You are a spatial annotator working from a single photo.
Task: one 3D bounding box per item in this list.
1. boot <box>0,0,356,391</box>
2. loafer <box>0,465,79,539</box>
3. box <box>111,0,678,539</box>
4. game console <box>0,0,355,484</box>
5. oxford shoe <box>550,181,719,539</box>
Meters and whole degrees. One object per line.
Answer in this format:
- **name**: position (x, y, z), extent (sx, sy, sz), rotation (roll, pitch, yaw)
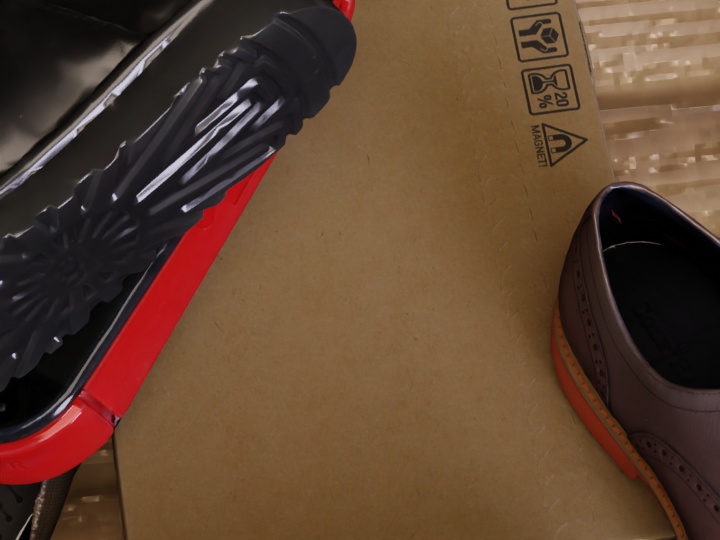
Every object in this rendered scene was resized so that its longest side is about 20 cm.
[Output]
- **boot**: position (-0.121, -0.057, 0.726), extent (0.211, 0.079, 0.158), rotation (-38, 68, -7)
- **loafer**: position (-0.136, 0.096, 0.784), extent (0.073, 0.071, 0.201), rotation (21, 84, -2)
- **box**: position (0.000, 0.000, 0.794), extent (0.163, 0.021, 0.201), rotation (-8, 67, -5)
- **game console**: position (-0.123, -0.049, 0.783), extent (0.200, 0.031, 0.177), rotation (27, 78, 22)
- **oxford shoe**: position (0.117, 0.059, 0.706), extent (0.071, 0.073, 0.200), rotation (-35, 63, -15)
